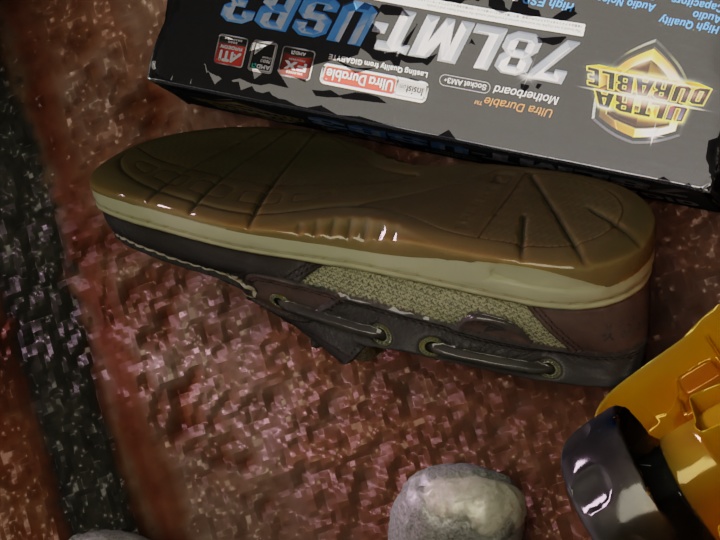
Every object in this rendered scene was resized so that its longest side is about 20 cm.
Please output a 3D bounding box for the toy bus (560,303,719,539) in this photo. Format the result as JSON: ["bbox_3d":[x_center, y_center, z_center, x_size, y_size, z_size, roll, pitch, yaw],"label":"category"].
[{"bbox_3d":[0.162,0.109,0.721,0.135,0.200,0.192,-33,112,13],"label":"toy bus"}]

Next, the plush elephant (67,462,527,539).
[{"bbox_3d":[-0.041,0.158,0.771,0.164,0.155,0.202,-4,81,18],"label":"plush elephant"}]

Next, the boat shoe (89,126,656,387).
[{"bbox_3d":[0.001,0.000,0.825,0.200,0.072,0.066,9,120,27],"label":"boat shoe"}]

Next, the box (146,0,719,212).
[{"bbox_3d":[0.047,-0.136,0.838,0.199,0.050,0.200,12,87,20],"label":"box"}]
